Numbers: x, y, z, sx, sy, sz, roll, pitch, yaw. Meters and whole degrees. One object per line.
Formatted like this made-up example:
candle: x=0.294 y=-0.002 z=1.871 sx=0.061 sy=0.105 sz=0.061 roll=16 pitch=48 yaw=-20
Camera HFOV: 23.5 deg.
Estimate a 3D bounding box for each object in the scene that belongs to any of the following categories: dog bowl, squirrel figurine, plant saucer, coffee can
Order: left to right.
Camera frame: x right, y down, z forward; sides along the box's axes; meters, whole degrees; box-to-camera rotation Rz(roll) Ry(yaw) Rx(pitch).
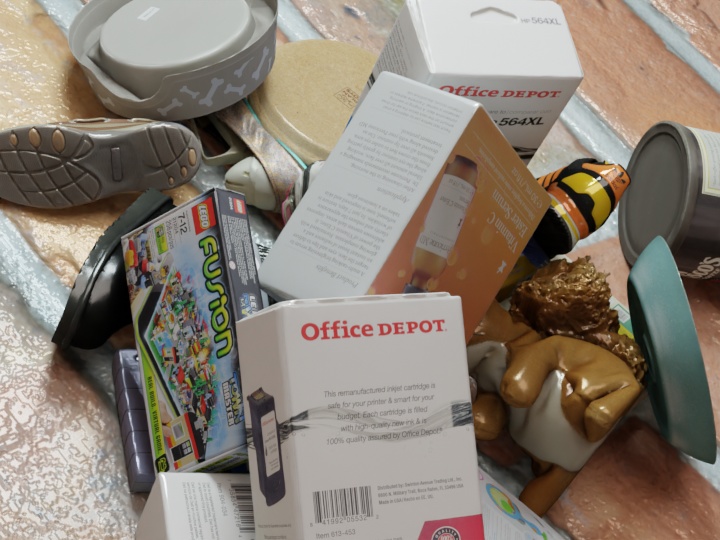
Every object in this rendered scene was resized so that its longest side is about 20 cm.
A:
dog bowl: x=-0.169 y=-0.210 z=1.605 sx=0.198 sy=0.059 sz=0.201 roll=-6 pitch=38 yaw=5
squirrel figurine: x=0.143 y=0.072 z=1.467 sx=0.186 sy=0.142 sz=0.200 roll=39 pitch=44 yaw=11
plant saucer: x=0.263 y=0.072 z=1.489 sx=0.036 sy=0.201 sz=0.201 roll=-12 pitch=49 yaw=3
coffee can: x=0.374 y=-0.057 z=1.700 sx=0.198 sy=0.147 sz=0.147 roll=9 pitch=45 yaw=-17

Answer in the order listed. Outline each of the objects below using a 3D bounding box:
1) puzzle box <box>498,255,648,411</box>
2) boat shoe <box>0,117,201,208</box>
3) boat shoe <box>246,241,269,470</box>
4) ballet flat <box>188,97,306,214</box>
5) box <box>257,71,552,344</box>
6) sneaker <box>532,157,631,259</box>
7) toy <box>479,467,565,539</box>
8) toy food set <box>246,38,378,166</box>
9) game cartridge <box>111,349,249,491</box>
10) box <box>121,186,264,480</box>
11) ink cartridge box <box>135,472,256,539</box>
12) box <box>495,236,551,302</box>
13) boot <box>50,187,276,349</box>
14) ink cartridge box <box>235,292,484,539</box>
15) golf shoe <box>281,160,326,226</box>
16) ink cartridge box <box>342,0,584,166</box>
puzzle box: x=0.187 y=0.052 z=1.596 sx=0.200 sy=0.026 sz=0.133 roll=42 pitch=45 yaw=16
boat shoe: x=-0.241 y=-0.098 z=1.516 sx=0.198 sy=0.076 sz=0.072 roll=0 pitch=14 yaw=-14
boat shoe: x=-0.097 y=0.073 z=1.351 sx=0.061 sy=0.072 sz=0.202 roll=-8 pitch=67 yaw=-11
ballet flat: x=-0.106 y=-0.102 z=1.589 sx=0.067 sy=0.068 sz=0.200 roll=-27 pitch=56 yaw=-21
box: x=0.037 y=-0.025 z=1.367 sx=0.106 sy=0.152 sz=0.201 roll=24 pitch=78 yaw=38
sneaker: x=0.192 y=-0.062 z=1.561 sx=0.090 sy=0.200 sz=0.070 roll=-34 pitch=95 yaw=-3
toy: x=0.107 y=0.215 z=1.365 sx=0.199 sy=0.047 sz=0.115 roll=36 pitch=18 yaw=-9
toy food set: x=-0.017 y=-0.150 z=1.679 sx=0.199 sy=0.049 sz=0.198 roll=28 pitch=43 yaw=3
game cartridge: x=-0.094 y=0.122 z=1.391 sx=0.198 sy=0.039 sz=0.130 roll=3 pitch=43 yaw=-23
box: x=-0.120 y=0.050 z=1.305 sx=0.035 sy=0.110 sz=0.202 roll=12 pitch=60 yaw=-49
ink cartridge box: x=-0.053 y=0.230 z=1.267 sx=0.198 sy=0.084 sz=0.146 roll=4 pitch=48 yaw=-22
box: x=0.070 y=-0.055 z=1.578 sx=0.118 sy=0.042 sz=0.201 roll=-24 pitch=71 yaw=-32
boot: x=-0.145 y=0.021 z=1.424 sx=0.157 sy=0.080 sz=0.211 roll=29 pitch=40 yaw=3
ink cartridge box: x=0.000 y=0.122 z=1.206 sx=0.144 sy=0.084 sz=0.202 roll=-3 pitch=83 yaw=-27
golf shoe: x=0.000 y=0.000 z=1.480 sx=0.072 sy=0.092 sz=0.201 roll=-29 pitch=87 yaw=-25
ink cartridge box: x=0.083 y=-0.138 z=1.489 sx=0.145 sy=0.200 sz=0.085 roll=-2 pitch=59 yaw=-21
